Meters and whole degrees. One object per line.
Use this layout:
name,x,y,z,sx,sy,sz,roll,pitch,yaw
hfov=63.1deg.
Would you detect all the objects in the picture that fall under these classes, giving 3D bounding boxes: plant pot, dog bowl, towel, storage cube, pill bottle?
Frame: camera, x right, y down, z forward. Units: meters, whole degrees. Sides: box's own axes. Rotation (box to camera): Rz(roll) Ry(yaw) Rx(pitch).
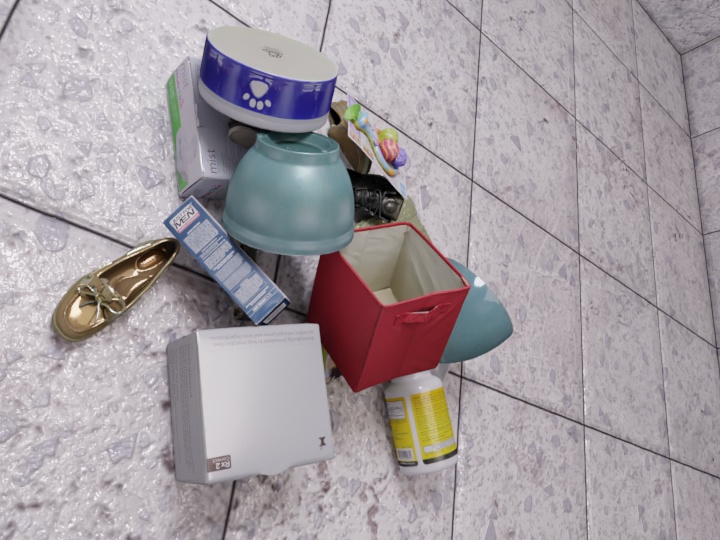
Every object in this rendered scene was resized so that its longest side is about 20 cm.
plant pot,-0.097,-0.127,0.853,0.199,0.200,0.135,-17,128,-43
plant pot,0.165,0.094,1.104,0.135,0.200,0.201,-41,106,-13
dog bowl,-0.136,-0.286,0.871,0.198,0.079,0.201,14,34,-9
towel,0.071,-0.063,1.214,0.200,0.036,0.149,-37,103,-42
storage cube,0.036,0.052,0.929,0.170,0.181,0.200,-10,42,-32
pill bottle,0.108,0.264,1.090,0.112,0.112,0.202,-4,80,-42

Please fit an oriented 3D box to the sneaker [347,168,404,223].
sneaker,0.008,-0.144,1.127,0.198,0.114,0.077,-1,116,-43

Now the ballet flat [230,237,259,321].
ballet flat,-0.193,-0.018,0.945,0.063,0.067,0.202,-5,79,-32

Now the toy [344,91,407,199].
toy,0.046,-0.234,1.082,0.200,0.047,0.116,37,40,-42

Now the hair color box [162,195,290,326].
hair color box,-0.194,-0.009,0.870,0.060,0.100,0.200,-42,85,-7

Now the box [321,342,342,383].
box,0.002,0.127,1.035,0.199,0.050,0.076,-20,132,-38

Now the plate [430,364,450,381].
plate,0.133,0.096,1.202,0.199,0.032,0.201,38,65,-28

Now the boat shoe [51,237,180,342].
boat shoe,-0.333,0.017,0.809,0.073,0.062,0.200,51,50,-18

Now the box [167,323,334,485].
box,-0.161,0.189,0.851,0.197,0.130,0.202,1,76,-36

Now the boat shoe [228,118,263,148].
boat shoe,-0.117,-0.208,0.944,0.199,0.067,0.058,19,69,-36

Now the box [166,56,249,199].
box,-0.212,-0.225,0.970,0.175,0.096,0.202,-2,78,-41

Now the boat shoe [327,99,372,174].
boat shoe,-0.029,-0.262,1.147,0.075,0.072,0.201,3,45,-21
